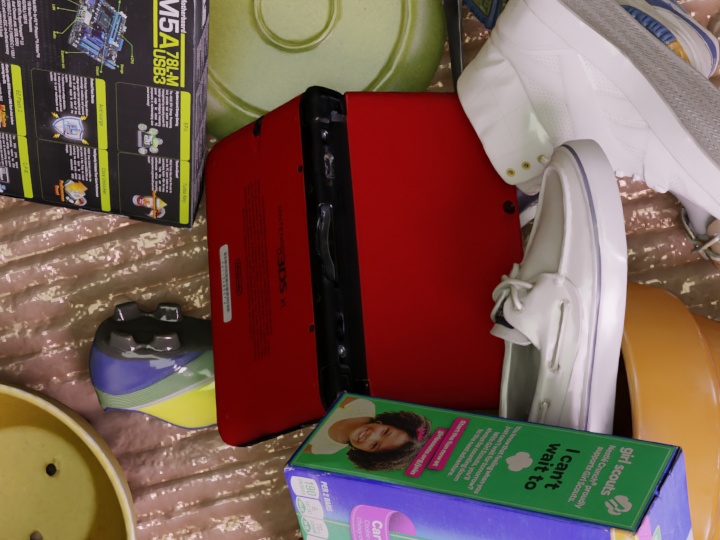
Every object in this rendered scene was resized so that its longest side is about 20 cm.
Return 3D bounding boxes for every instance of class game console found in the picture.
[{"bbox_3d":[0.000,0.000,0.953,0.172,0.118,0.202,-23,64,43],"label":"game console"}]

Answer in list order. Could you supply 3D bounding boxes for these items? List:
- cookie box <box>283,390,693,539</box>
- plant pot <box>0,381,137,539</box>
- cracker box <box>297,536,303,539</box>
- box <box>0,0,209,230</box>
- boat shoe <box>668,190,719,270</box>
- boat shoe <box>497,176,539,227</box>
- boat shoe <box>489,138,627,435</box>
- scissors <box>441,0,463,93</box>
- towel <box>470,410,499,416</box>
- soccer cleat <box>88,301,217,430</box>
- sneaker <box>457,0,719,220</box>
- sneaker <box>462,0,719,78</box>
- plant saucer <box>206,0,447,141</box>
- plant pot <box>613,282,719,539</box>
[{"bbox_3d":[0.076,0.163,0.831,0.198,0.075,0.172,6,126,29],"label":"cookie box"},{"bbox_3d":[-0.227,0.158,0.977,0.198,0.142,0.202,0,95,2],"label":"plant pot"},{"bbox_3d":[0.049,0.246,0.986,0.133,0.058,0.202,-22,94,42],"label":"cracker box"},{"bbox_3d":[-0.189,-0.121,0.942,0.191,0.048,0.201,8,138,0],"label":"box"},{"bbox_3d":[0.239,-0.032,0.968,0.199,0.075,0.069,26,95,-13],"label":"boat shoe"},{"bbox_3d":[0.080,-0.043,0.986,0.199,0.074,0.061,-34,93,1],"label":"boat shoe"},{"bbox_3d":[0.104,0.028,0.865,0.065,0.072,0.202,0,102,-16],"label":"boat shoe"},{"bbox_3d":[0.054,-0.190,0.981,0.073,0.014,0.202,15,105,41],"label":"scissors"},{"bbox_3d":[0.092,0.102,0.977,0.018,0.086,0.202,0,107,-25],"label":"towel"},{"bbox_3d":[-0.079,0.071,1.016,0.198,0.065,0.084,7,125,-3],"label":"soccer cleat"},{"bbox_3d":[0.147,-0.075,0.909,0.200,0.074,0.116,46,127,11],"label":"sneaker"},{"bbox_3d":[0.138,-0.172,0.981,0.200,0.088,0.076,44,126,17],"label":"sneaker"},{"bbox_3d":[-0.041,-0.170,1.000,0.198,0.031,0.202,0,94,1],"label":"plant saucer"},{"bbox_3d":[0.210,0.111,0.947,0.181,0.200,0.202,4,95,-14],"label":"plant pot"}]
